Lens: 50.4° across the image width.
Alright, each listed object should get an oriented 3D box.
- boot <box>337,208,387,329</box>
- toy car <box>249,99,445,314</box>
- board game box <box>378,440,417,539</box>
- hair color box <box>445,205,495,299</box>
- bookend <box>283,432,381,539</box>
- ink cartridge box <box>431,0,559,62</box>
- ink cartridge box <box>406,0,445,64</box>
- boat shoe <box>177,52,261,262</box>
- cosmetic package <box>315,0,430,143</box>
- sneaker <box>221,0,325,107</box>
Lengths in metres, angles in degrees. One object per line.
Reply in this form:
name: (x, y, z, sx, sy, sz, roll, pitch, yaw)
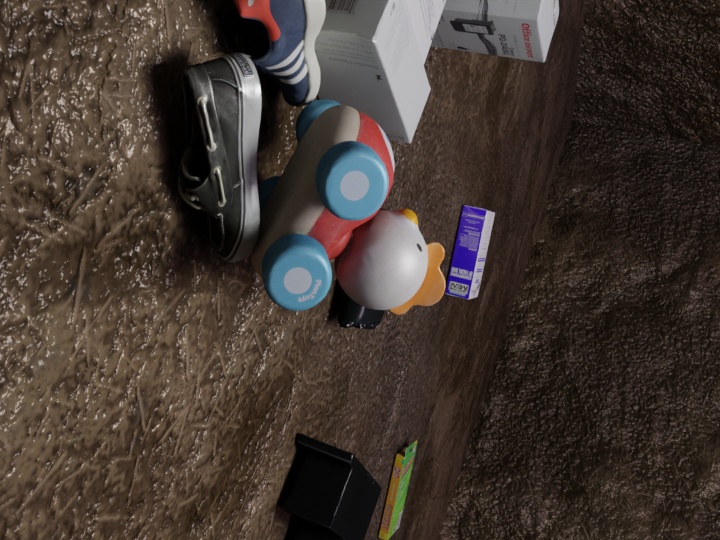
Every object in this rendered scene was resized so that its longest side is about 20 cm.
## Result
boot: (-0.001, 0.000, 1.058, 0.198, 0.072, 0.167, -14, 119, -69)
toy car: (0.010, -0.038, 0.736, 0.179, 0.197, 0.185, -56, -156, 15)
board game box: (0.083, 0.475, 1.673, 0.095, 0.029, 0.206, 0, 105, -71)
hair color box: (0.252, -0.041, 1.754, 0.109, 0.063, 0.206, -3, 104, -71)
bookend: (-0.061, 0.369, 1.093, 0.200, 0.090, 0.204, 63, 45, -60)
ink cartridge box: (0.182, -0.384, 1.120, 0.145, 0.195, 0.086, 27, 78, -70)
ink cartridge box: (0.048, -0.348, 0.937, 0.147, 0.082, 0.204, 58, 49, -64)
boat shoe: (-0.127, -0.088, 0.658, 0.062, 0.071, 0.204, -19, 137, -28)
cosmetic package: (0.003, -0.232, 0.848, 0.083, 0.110, 0.200, -69, 158, -16)
sneaker: (-0.083, -0.207, 0.698, 0.201, 0.083, 0.077, 105, -35, -72)
